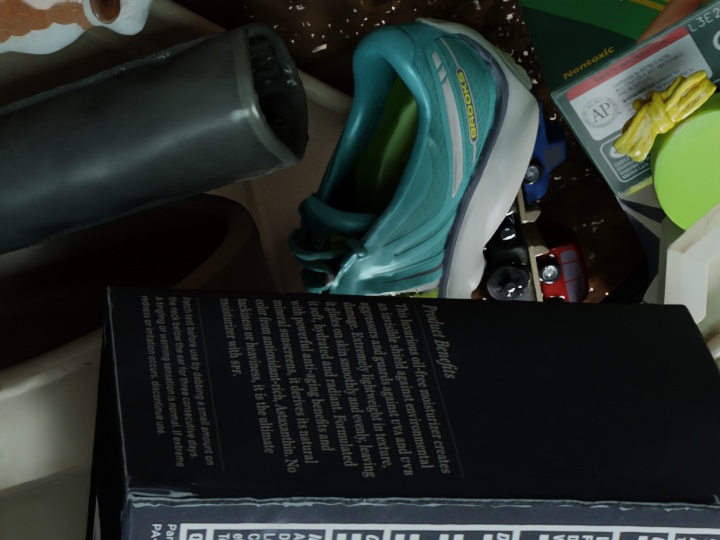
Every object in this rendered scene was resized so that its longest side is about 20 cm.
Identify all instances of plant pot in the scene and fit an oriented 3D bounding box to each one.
[{"bbox_3d":[-0.110,0.088,0.911,0.200,0.200,0.175,-16,107,5],"label":"plant pot"}]

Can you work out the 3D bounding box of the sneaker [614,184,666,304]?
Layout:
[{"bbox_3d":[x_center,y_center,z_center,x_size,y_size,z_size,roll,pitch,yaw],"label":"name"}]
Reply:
[{"bbox_3d":[0.160,-0.043,0.912,0.129,0.199,0.079,-23,146,24],"label":"sneaker"}]

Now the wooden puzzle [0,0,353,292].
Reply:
[{"bbox_3d":[-0.101,-0.025,0.999,0.185,0.037,0.200,27,118,-17],"label":"wooden puzzle"}]

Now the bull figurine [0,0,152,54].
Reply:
[{"bbox_3d":[-0.166,-0.121,0.897,0.200,0.065,0.122,-17,104,26],"label":"bull figurine"}]

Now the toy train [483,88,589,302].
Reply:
[{"bbox_3d":[0.074,0.004,1.022,0.046,0.034,0.200,-14,119,-2],"label":"toy train"}]

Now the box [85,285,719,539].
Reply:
[{"bbox_3d":[0.011,0.119,0.791,0.198,0.123,0.200,3,121,-10],"label":"box"}]

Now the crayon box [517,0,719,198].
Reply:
[{"bbox_3d":[0.150,-0.136,0.870,0.200,0.173,0.058,-30,123,12],"label":"crayon box"}]

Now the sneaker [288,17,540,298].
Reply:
[{"bbox_3d":[0.000,0.000,0.927,0.080,0.077,0.200,11,95,-49],"label":"sneaker"}]

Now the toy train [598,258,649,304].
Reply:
[{"bbox_3d":[0.191,0.009,0.993,0.114,0.087,0.200,34,112,-33],"label":"toy train"}]

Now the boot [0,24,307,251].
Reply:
[{"bbox_3d":[-0.126,-0.027,0.870,0.200,0.182,0.073,-8,110,12],"label":"boot"}]

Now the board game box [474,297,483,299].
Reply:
[{"bbox_3d":[0.060,0.127,0.963,0.126,0.035,0.200,26,99,9],"label":"board game box"}]

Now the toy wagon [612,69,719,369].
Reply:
[{"bbox_3d":[0.165,0.002,0.827,0.155,0.040,0.200,-42,107,18],"label":"toy wagon"}]
